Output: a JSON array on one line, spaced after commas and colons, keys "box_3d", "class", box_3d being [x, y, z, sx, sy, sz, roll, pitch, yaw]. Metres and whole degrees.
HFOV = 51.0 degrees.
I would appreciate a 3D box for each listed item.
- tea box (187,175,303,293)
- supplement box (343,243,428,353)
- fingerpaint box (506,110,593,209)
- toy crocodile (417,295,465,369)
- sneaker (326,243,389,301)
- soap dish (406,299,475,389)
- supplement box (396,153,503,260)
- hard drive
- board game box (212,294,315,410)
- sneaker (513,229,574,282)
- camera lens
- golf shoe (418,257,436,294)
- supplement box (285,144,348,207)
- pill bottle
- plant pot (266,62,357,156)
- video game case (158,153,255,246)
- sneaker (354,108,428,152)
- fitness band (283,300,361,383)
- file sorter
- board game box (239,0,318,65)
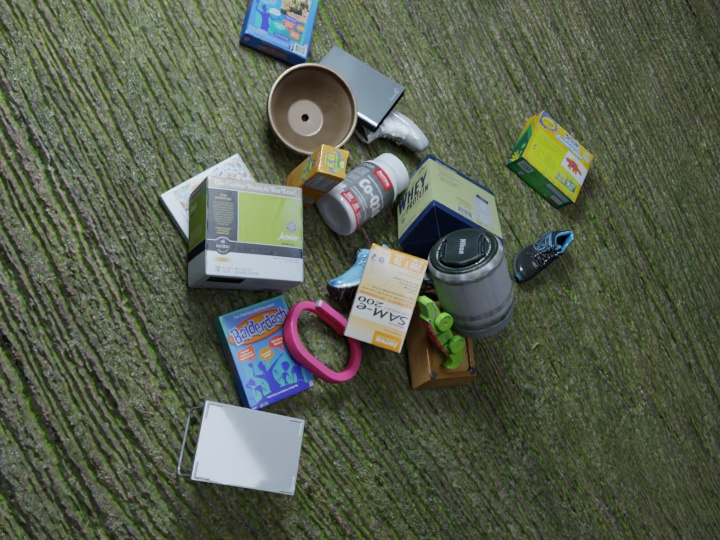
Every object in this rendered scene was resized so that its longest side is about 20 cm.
[{"box_3d": [-0.229, -0.067, 1.498, 0.199, 0.133, 0.198, 6, 77, -27], "class": "tea box"}, {"box_3d": [0.052, 0.058, 1.578, 0.125, 0.074, 0.201, 17, 87, -1], "class": "supplement box"}, {"box_3d": [0.506, -0.293, 2.011, 0.200, 0.073, 0.168, 36, 65, -17], "class": "fingerpaint box"}, {"box_3d": [0.169, 0.131, 1.614, 0.062, 0.067, 0.200, -40, 129, -11], "class": "toy crocodile"}, {"box_3d": [0.000, 0.000, 1.681, 0.199, 0.078, 0.090, -25, 72, -34], "class": "sneaker"}, {"box_3d": [0.183, 0.164, 1.723, 0.156, 0.081, 0.202, 0, 79, -29], "class": "soap dish"}, {"box_3d": [0.200, -0.122, 1.723, 0.199, 0.134, 0.201, 27, 36, -21], "class": "supplement box"}, {"box_3d": [-0.014, -0.419, 1.742, 0.199, 0.033, 0.140, 33, 64, 5], "class": "hard drive"}, {"box_3d": [-0.196, 0.168, 1.537, 0.151, 0.045, 0.201, -19, 87, -31], "class": "board game box"}, {"box_3d": [0.465, -0.045, 1.925, 0.200, 0.082, 0.073, -42, 101, -28], "class": "sneaker"}, {"box_3d": [0.238, 0.024, 1.606, 0.160, 0.159, 0.201, -46, 133, -29], "class": "camera lens"}, {"box_3d": [0.127, 0.019, 1.719, 0.200, 0.088, 0.078, 21, 49, -59], "class": "golf shoe"}, {"box_3d": [-0.095, -0.197, 1.588, 0.068, 0.200, 0.067, 16, 71, -25], "class": "supplement box"}, {"box_3d": [0.010, -0.175, 1.689, 0.200, 0.114, 0.114, -39, 97, -30], "class": "pill bottle"}, {"box_3d": [-0.113, -0.345, 1.664, 0.199, 0.093, 0.203, 1, 87, -16], "class": "plant pot"}, {"box_3d": [-0.287, -0.122, 1.569, 0.200, 0.023, 0.183, -35, 96, -30], "class": "video game case"}, {"box_3d": [0.058, -0.323, 1.781, 0.200, 0.074, 0.116, 39, 64, -4], "class": "sneaker"}, {"box_3d": [-0.076, 0.149, 1.581, 0.200, 0.037, 0.144, 41, 47, -26], "class": "fitness band"}, {"box_3d": [-0.229, 0.339, 1.432, 0.199, 0.124, 0.140, 17, 70, -25], "class": "file sorter"}, {"box_3d": [-0.179, -0.584, 1.715, 0.151, 0.045, 0.201, 18, 70, -23], "class": "board game box"}]
